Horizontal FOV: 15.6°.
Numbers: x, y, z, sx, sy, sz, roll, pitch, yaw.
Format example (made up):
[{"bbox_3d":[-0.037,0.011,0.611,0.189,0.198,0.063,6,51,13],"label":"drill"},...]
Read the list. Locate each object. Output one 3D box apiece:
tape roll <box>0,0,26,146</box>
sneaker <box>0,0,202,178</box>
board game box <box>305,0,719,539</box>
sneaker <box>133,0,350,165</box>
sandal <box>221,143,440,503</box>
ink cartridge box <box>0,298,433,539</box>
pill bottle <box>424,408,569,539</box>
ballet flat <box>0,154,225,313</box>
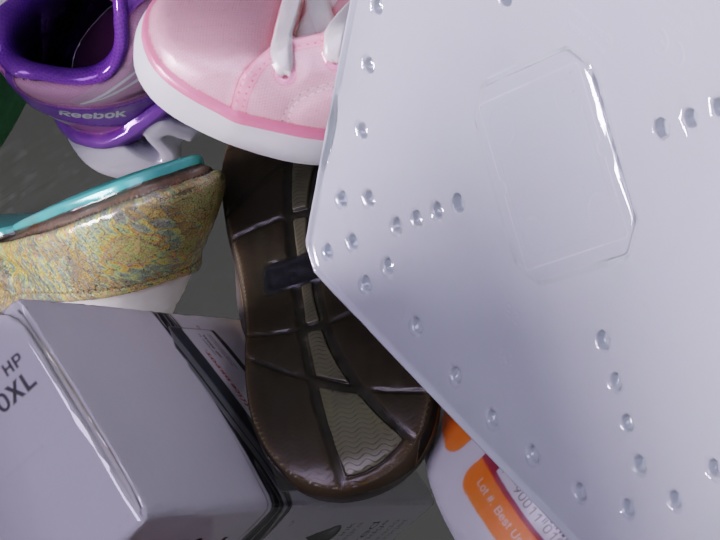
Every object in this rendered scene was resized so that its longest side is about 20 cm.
[{"bbox_3d":[-0.180,-0.117,0.921,0.048,0.200,0.201,9,90,27],"label":"tape roll"},{"bbox_3d":[-0.054,-0.115,0.911,0.200,0.088,0.081,-42,55,20],"label":"sneaker"},{"bbox_3d":[0.062,-0.030,0.722,0.200,0.026,0.200,46,137,39],"label":"board game box"},{"bbox_3d":[0.029,-0.085,0.832,0.200,0.105,0.075,11,50,1],"label":"sneaker"},{"bbox_3d":[0.000,0.000,0.874,0.081,0.055,0.200,-14,48,10],"label":"sandal"},{"bbox_3d":[-0.088,0.088,0.859,0.145,0.200,0.084,-41,70,18],"label":"ink cartridge box"},{"bbox_3d":[0.124,0.027,0.808,0.200,0.110,0.110,-42,69,18],"label":"pill bottle"},{"bbox_3d":[-0.102,0.005,0.920,0.200,0.071,0.071,-11,80,54],"label":"ballet flat"}]
